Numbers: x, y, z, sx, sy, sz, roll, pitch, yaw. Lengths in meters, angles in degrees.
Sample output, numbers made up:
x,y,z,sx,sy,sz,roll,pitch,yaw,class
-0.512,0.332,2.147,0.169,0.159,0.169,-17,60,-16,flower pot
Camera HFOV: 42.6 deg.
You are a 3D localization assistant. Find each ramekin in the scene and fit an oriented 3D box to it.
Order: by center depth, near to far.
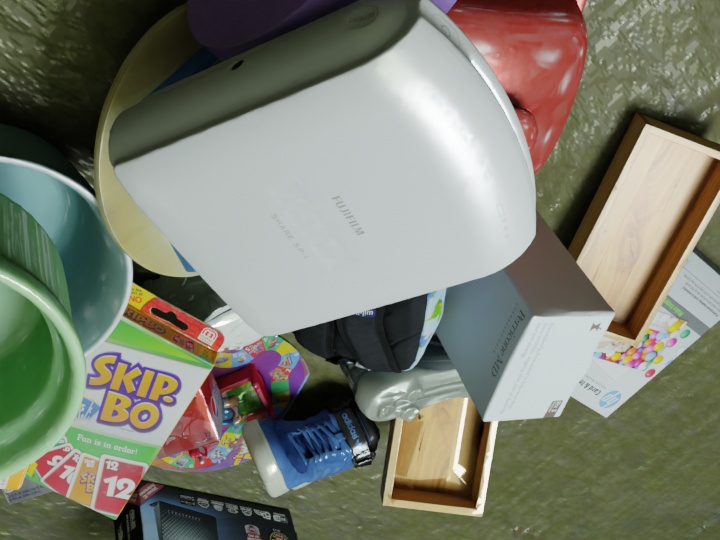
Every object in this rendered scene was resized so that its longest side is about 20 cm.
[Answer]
x,y,z,sx,sy,sz,roll,pitch,yaw,class
-0.272,0.037,0.570,0.196,0.098,0.203,-10,131,-11,ramekin

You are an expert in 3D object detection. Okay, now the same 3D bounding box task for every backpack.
x,y,z,sx,sy,sz,roll,pitch,yaw,class
0.000,0.000,0.703,0.160,0.155,0.202,9,137,13,backpack

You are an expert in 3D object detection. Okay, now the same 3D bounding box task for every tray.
x,y,z,sx,sy,sz,roll,pitch,yaw,class
0.256,-0.033,0.857,0.097,0.037,0.203,17,116,-10,tray
0.082,0.127,0.883,0.097,0.037,0.204,7,98,-4,tray

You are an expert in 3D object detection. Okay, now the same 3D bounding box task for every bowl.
x,y,z,sx,sy,sz,roll,pitch,yaw,class
-0.266,-0.024,0.659,0.197,0.106,0.203,-10,131,-11,bowl

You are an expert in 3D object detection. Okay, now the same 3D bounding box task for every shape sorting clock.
x,y,z,sx,sy,sz,roll,pitch,yaw,class
-0.105,-0.092,0.654,0.199,0.039,0.203,-29,129,-41,shape sorting clock

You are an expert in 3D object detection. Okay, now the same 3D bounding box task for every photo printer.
x,y,z,sx,sy,sz,roll,pitch,yaw,class
-0.010,-0.050,0.499,0.197,0.070,0.167,-16,133,24,photo printer

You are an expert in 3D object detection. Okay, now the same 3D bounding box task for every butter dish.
x,y,z,sx,sy,sz,roll,pitch,yaw,class
0.084,-0.131,0.669,0.196,0.149,0.202,0,128,-19,butter dish

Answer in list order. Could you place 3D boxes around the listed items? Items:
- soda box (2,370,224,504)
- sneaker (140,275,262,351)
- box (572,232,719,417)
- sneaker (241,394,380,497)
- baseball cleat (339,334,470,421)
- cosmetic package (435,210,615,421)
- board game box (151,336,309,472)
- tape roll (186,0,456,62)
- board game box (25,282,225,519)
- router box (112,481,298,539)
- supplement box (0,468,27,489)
x,y,z,sx,sy,sz,roll,pitch,yaw,class
-0.223,0.133,0.811,0.196,0.064,0.071,-17,110,1,soda box
-0.133,0.043,0.790,0.197,0.077,0.081,-21,141,-1,sneaker
0.282,0.054,0.969,0.155,0.041,0.200,30,115,-36,box
-0.040,0.160,0.880,0.110,0.078,0.200,-27,162,0,sneaker
0.076,0.072,0.818,0.197,0.107,0.070,-5,136,-30,baseball cleat
0.111,0.013,0.761,0.080,0.201,0.114,2,126,-23,cosmetic package
-0.137,0.141,0.887,0.156,0.039,0.201,14,123,-29,board game box
-0.014,-0.197,0.540,0.200,0.202,0.065,-43,130,18,tape roll
-0.195,0.108,0.745,0.095,0.030,0.201,29,110,-14,board game box
-0.150,0.309,0.950,0.198,0.151,0.062,20,120,-33,router box
-0.353,0.090,0.709,0.197,0.127,0.074,12,126,-27,supplement box
